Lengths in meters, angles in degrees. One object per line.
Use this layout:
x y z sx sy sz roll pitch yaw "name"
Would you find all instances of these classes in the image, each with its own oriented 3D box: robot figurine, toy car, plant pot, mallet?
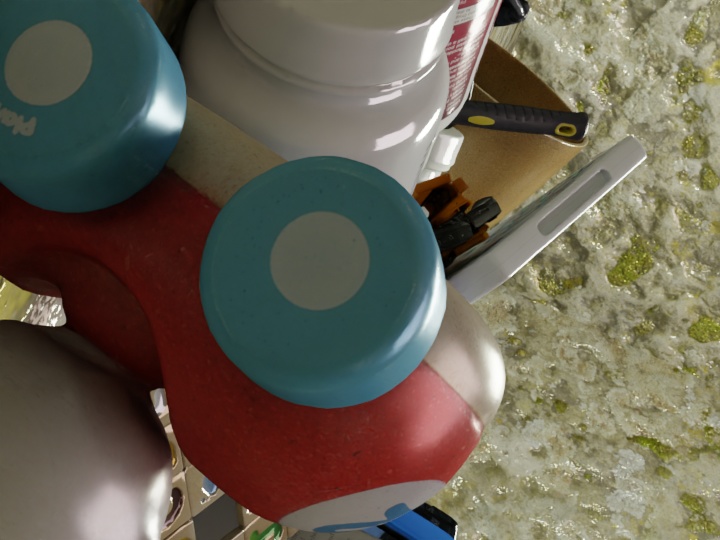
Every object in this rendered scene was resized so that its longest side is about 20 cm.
0.000 0.000 0.880 0.199 0.058 0.145 -32 179 -19 "robot figurine"
-0.075 0.054 0.411 0.200 0.176 0.184 -52 163 -8 "toy car"
0.066 -0.093 1.170 0.200 0.186 0.186 -53 180 23 "plant pot"
0.050 -0.107 0.819 0.041 0.198 0.066 -107 -160 -47 "mallet"

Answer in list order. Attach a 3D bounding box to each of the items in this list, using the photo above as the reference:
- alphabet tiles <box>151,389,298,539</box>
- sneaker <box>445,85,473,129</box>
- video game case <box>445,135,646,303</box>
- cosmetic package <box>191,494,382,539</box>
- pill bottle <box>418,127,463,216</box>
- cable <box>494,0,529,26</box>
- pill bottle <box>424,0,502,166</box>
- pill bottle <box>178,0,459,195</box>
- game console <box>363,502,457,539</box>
-0.059 0.079 0.717 0.167 0.008 0.201 -34 134 -38 "alphabet tiles"
0.035 -0.186 0.829 0.076 0.076 0.202 -144 -125 -63 "sneaker"
0.084 -0.006 0.921 0.182 0.024 0.200 -38 -179 -40 "video game case"
-0.065 0.184 0.849 0.072 0.199 0.102 -62 174 -27 "cosmetic package"
0.004 -0.031 1.055 0.113 0.112 0.201 -47 161 -74 "pill bottle"
0.073 -0.246 0.897 0.200 0.050 0.165 -144 -127 -71 "cable"
0.013 -0.132 0.665 0.200 0.109 0.110 109 8 -53 "pill bottle"
-0.026 -0.060 0.577 0.201 0.113 0.114 110 7 -49 "pill bottle"
-0.037 0.174 0.904 0.171 0.199 0.119 -53 -173 30 "game console"
